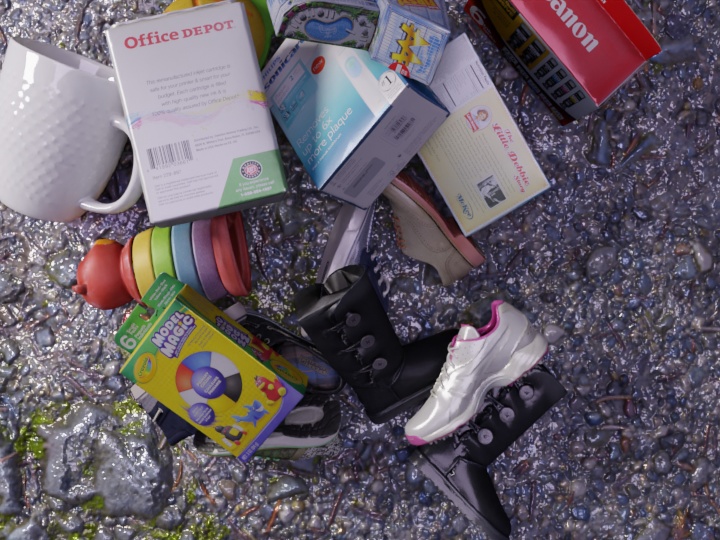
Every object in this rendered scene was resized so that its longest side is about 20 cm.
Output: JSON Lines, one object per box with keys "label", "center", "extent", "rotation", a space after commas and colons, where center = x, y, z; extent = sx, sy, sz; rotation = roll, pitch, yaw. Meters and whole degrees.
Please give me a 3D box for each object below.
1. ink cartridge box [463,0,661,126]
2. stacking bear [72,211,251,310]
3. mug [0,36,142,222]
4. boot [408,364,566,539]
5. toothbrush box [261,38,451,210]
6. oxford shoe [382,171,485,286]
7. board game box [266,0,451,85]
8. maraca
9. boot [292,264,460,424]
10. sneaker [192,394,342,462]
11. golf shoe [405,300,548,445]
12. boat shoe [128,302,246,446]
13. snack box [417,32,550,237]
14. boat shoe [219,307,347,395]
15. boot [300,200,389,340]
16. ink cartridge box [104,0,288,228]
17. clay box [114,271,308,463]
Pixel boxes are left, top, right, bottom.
{"label": "ink cartridge box", "center": [0.226, -0.282, 0.876], "extent": [0.084, 0.176, 0.200], "rotation": [-42, 92, -1]}
{"label": "stacking bear", "center": [-0.237, -0.006, 0.897], "extent": [0.196, 0.122, 0.116], "rotation": [-11, 101, 1]}
{"label": "mug", "center": [-0.325, -0.143, 0.860], "extent": [0.198, 0.147, 0.178], "rotation": [26, 104, 14]}
{"label": "boot", "center": [0.182, 0.213, 0.940], "extent": [0.165, 0.066, 0.200], "rotation": [43, 85, -4]}
{"label": "toothbrush box", "center": [-0.016, -0.194, 0.843], "extent": [0.146, 0.085, 0.201], "rotation": [-46, 52, 21]}
{"label": "oxford shoe", "center": [0.065, -0.055, 0.912], "extent": [0.074, 0.071, 0.200], "rotation": [-43, 108, 14]}
{"label": "board game box", "center": [0.007, -0.274, 0.768], "extent": [0.197, 0.202, 0.062], "rotation": [2, 135, -22]}
{"label": "maraca", "center": [-0.164, -0.281, 0.894], "extent": [0.137, 0.107, 0.200], "rotation": [42, 79, 3]}
{"label": "boot", "center": [0.033, 0.068, 0.886], "extent": [0.164, 0.066, 0.201], "rotation": [-36, 121, -7]}
{"label": "sneaker", "center": [-0.109, 0.212, 0.927], "extent": [0.196, 0.078, 0.090], "rotation": [-6, 130, 15]}
{"label": "golf shoe", "center": [0.120, 0.117, 0.877], "extent": [0.199, 0.075, 0.092], "rotation": [-39, 98, -3]}
{"label": "boat shoe", "center": [-0.183, 0.126, 0.892], "extent": [0.199, 0.075, 0.093], "rotation": [-40, 86, 29]}
{"label": "snack box", "center": [0.123, -0.155, 0.881], "extent": [0.115, 0.037, 0.202], "rotation": [-29, 96, 16]}
{"label": "boat shoe", "center": [-0.105, 0.099, 0.929], "extent": [0.197, 0.057, 0.070], "rotation": [21, 90, -2]}
{"label": "boot", "center": [0.000, 0.000, 0.934], "extent": [0.089, 0.073, 0.203], "rotation": [20, 93, -17]}
{"label": "ink cartridge box", "center": [-0.168, -0.160, 0.792], "extent": [0.143, 0.087, 0.204], "rotation": [-14, 92, -8]}
{"label": "clay box", "center": [-0.168, 0.106, 0.823], "extent": [0.199, 0.048, 0.115], "rotation": [37, 109, -11]}
